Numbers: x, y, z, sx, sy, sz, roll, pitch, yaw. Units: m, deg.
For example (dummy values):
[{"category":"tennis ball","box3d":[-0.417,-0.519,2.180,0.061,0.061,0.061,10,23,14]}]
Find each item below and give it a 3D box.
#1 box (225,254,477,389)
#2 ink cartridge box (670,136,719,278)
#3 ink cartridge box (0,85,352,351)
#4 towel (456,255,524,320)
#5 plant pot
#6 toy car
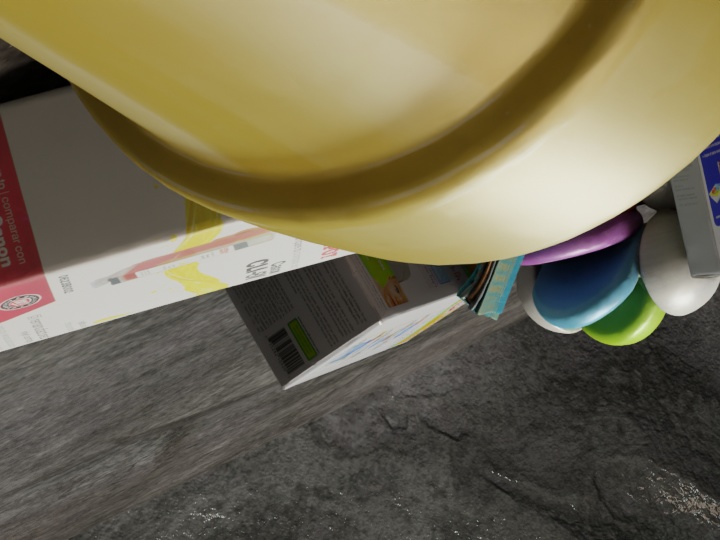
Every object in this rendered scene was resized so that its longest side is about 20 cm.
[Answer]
[{"category":"box","box3d":[0.000,0.000,1.517,0.101,0.113,0.200,-35,170,29]},{"category":"ink cartridge box","box3d":[0.269,-0.102,1.563,0.037,0.200,0.095,-4,-168,43]},{"category":"ink cartridge box","box3d":[-0.097,-0.034,0.937,0.200,0.083,0.145,-16,170,-7]},{"category":"towel","box3d":[0.121,-0.061,1.477,0.147,0.022,0.200,23,89,-80]},{"category":"plant pot","box3d":[-0.025,-0.111,0.435,0.201,0.201,0.189,-33,155,29]},{"category":"toy car","box3d":[0.177,-0.038,1.612,0.175,0.200,0.150,-9,177,41]}]
